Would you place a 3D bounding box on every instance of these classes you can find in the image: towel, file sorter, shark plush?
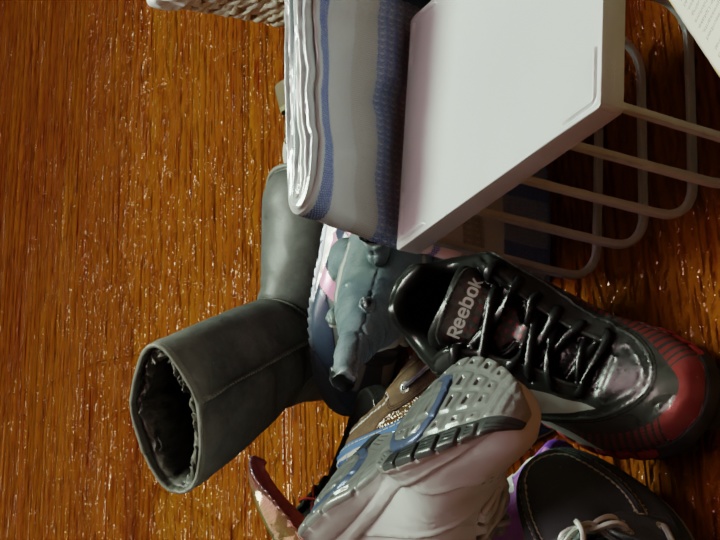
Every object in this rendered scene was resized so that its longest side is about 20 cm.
[{"bbox_3d":[0.036,-0.079,1.108,0.024,0.199,0.148,-18,65,44],"label":"towel"},{"bbox_3d":[0.120,-0.093,1.015,0.200,0.124,0.140,144,134,-58],"label":"file sorter"},{"bbox_3d":[0.000,0.000,1.180,0.200,0.090,0.084,-53,-29,-47],"label":"shark plush"}]

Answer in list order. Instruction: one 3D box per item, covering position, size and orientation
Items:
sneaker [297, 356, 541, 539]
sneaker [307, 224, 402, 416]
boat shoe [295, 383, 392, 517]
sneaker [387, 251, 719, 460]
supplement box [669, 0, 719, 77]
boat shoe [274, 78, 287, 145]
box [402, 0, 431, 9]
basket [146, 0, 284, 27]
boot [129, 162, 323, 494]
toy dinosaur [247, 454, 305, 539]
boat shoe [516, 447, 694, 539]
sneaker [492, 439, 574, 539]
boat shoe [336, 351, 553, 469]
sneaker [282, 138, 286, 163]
[{"bbox_3d":[0.045,0.108,0.995,0.075,0.087,0.200,-51,3,-32],"label":"sneaker"},{"bbox_3d":[0.018,0.001,1.292,0.082,0.070,0.201,13,100,45],"label":"sneaker"},{"bbox_3d":[-0.012,0.169,1.285,0.074,0.063,0.203,-154,78,-69],"label":"boat shoe"},{"bbox_3d":[0.090,0.040,1.004,0.200,0.098,0.071,21,85,45],"label":"sneaker"},{"bbox_3d":[0.197,-0.127,0.849,0.200,0.125,0.074,-108,38,-52],"label":"supplement box"},{"bbox_3d":[0.026,-0.077,1.170,0.072,0.199,0.068,-18,81,42],"label":"boat shoe"},{"bbox_3d":[0.059,-0.246,1.161,0.104,0.181,0.201,179,101,-66],"label":"box"},{"bbox_3d":[-0.045,-0.287,1.454,0.200,0.160,0.199,-14,66,64],"label":"basket"},{"bbox_3d":[-0.078,0.032,1.298,0.072,0.200,0.183,-9,96,40],"label":"boot"},{"bbox_3d":[0.013,0.190,1.082,0.105,0.180,0.201,93,-175,-64],"label":"toy dinosaur"},{"bbox_3d":[0.126,0.137,0.930,0.073,0.062,0.200,-31,40,-2],"label":"boat shoe"},{"bbox_3d":[0.080,0.134,1.083,0.200,0.072,0.115,34,107,55],"label":"sneaker"},{"bbox_3d":[0.057,0.075,1.168,0.200,0.072,0.073,-29,48,49],"label":"boat shoe"},{"bbox_3d":[0.005,-0.097,1.374,0.200,0.075,0.116,111,153,-46],"label":"sneaker"}]
